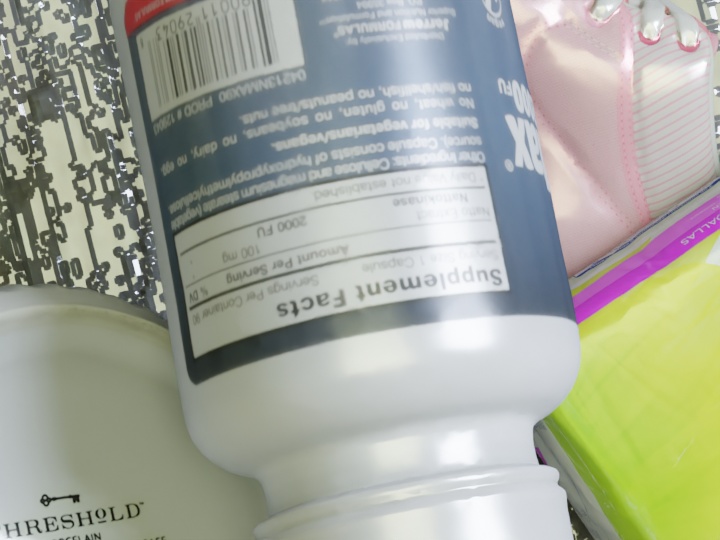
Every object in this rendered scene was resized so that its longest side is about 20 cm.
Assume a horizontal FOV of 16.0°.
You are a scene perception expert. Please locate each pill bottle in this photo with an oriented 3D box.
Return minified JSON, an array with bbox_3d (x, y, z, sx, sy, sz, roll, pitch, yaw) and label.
[{"bbox_3d":[0.000,0.000,0.749,0.120,0.120,0.200,-11,79,-1],"label":"pill bottle"}]

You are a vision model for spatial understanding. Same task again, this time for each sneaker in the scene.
[{"bbox_3d":[0.055,-0.089,0.856,0.105,0.075,0.200,-25,95,3],"label":"sneaker"}]

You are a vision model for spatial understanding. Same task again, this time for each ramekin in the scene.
[{"bbox_3d":[-0.104,0.098,0.787,0.200,0.105,0.200,11,70,-31],"label":"ramekin"}]

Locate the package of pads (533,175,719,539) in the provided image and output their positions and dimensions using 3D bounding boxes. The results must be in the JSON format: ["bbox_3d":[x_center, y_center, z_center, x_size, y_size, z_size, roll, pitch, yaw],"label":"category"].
[{"bbox_3d":[0.152,0.065,0.832,0.154,0.068,0.200,-35,103,-1],"label":"package of pads"}]
